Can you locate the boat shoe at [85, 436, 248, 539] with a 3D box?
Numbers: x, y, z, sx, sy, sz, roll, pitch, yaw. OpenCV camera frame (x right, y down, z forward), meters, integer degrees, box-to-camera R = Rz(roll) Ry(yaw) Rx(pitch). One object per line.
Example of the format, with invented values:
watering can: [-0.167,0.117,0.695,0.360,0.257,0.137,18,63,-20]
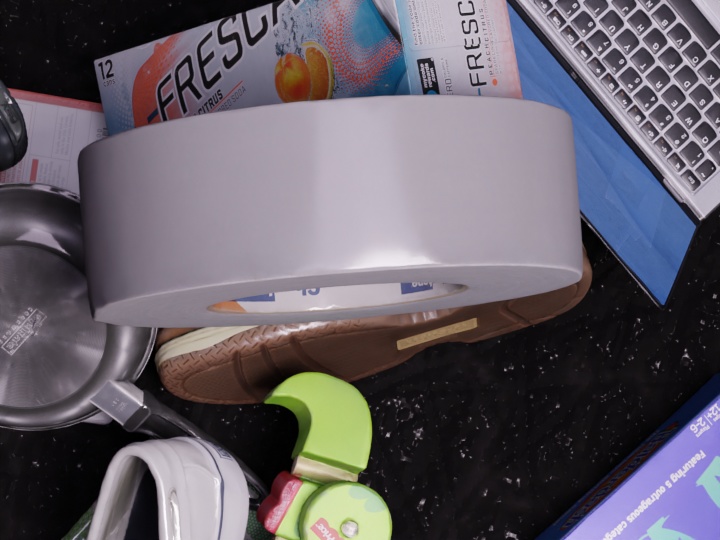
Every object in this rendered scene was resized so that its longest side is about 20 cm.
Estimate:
boat shoe: [-0.103,0.168,1.107,0.065,0.073,0.202,11,87,-56]

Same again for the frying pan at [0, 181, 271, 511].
frying pan: [-0.128,0.051,1.133,0.114,0.031,0.191,-23,109,10]

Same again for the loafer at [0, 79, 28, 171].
loafer: [-0.230,-0.109,1.126,0.072,0.073,0.200,-38,80,-21]

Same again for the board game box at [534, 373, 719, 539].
board game box: [0.180,0.172,1.220,0.152,0.045,0.200,-41,95,-12]

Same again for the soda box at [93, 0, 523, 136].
soda box: [-0.026,-0.081,1.112,0.068,0.199,0.064,-11,89,-43]

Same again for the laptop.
laptop: [0.130,-0.113,1.194,0.200,0.116,0.187,-42,95,-12]

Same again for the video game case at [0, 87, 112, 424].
video game case: [-0.199,-0.016,1.166,0.199,0.017,0.144,9,84,-12]

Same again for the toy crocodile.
toy crocodile: [-0.033,0.144,1.135,0.061,0.067,0.201,16,89,-10]

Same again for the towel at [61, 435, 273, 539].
towel: [-0.094,0.187,1.168,0.149,0.031,0.200,43,79,-5]

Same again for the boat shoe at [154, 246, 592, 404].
boat shoe: [0.000,0.003,1.190,0.201,0.075,0.075,-13,64,-11]

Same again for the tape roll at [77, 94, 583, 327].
tape roll: [-0.012,-0.020,1.043,0.199,0.200,0.067,-4,84,-12]
